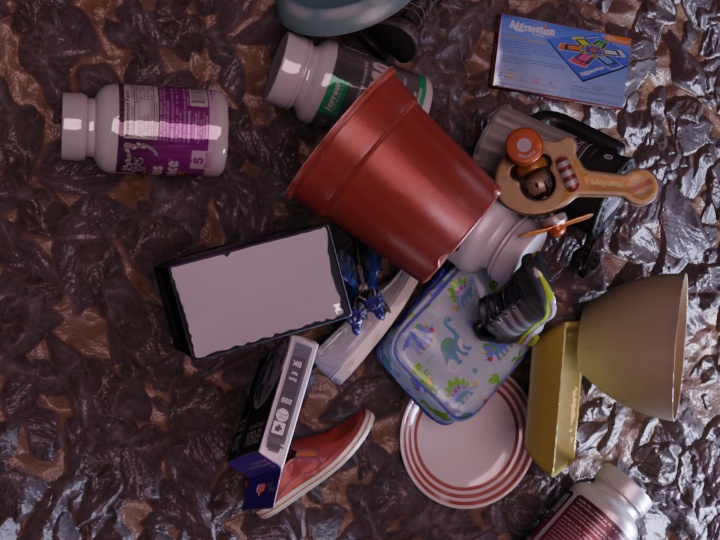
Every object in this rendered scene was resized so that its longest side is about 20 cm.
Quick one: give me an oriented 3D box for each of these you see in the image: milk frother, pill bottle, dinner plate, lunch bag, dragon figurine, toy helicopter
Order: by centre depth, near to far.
[{"bbox_3d":[0.265,-0.099,1.464,0.200,0.079,0.132,5,82,8],"label":"toy helicopter"},{"bbox_3d":[-0.269,-0.174,1.475,0.200,0.112,0.112,1,90,-14],"label":"pill bottle"},{"bbox_3d":[0.000,0.000,1.516,0.059,0.099,0.200,-10,61,2],"label":"dragon figurine"},{"bbox_3d":[0.135,-0.068,1.540,0.200,0.120,0.120,35,81,17],"label":"pill bottle"},{"bbox_3d":[-0.017,-0.230,1.541,0.200,0.113,0.113,18,86,-14],"label":"pill bottle"},{"bbox_3d":[0.131,0.091,1.583,0.161,0.082,0.200,45,69,-5],"label":"lunch bag"},{"bbox_3d":[0.256,-0.103,1.612,0.188,0.180,0.200,28,116,20],"label":"milk frother"},{"bbox_3d":[0.305,0.368,1.634,0.200,0.113,0.113,-46,101,-9],"label":"pill bottle"},{"bbox_3d":[0.147,0.227,1.637,0.200,0.024,0.200,0,92,-14],"label":"dinner plate"}]

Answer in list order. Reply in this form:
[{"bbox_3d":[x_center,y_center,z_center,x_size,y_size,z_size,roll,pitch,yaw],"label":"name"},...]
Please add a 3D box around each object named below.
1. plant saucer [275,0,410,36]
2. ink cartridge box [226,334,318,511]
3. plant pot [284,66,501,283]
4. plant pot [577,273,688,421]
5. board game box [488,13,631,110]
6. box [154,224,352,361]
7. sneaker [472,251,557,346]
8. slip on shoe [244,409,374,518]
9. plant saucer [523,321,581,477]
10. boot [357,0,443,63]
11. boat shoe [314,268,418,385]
[{"bbox_3d":[-0.017,-0.370,1.506,0.200,0.200,0.027,-34,135,-12],"label":"plant saucer"},{"bbox_3d":[-0.116,0.192,1.454,0.043,0.198,0.200,18,73,-12],"label":"ink cartridge box"},{"bbox_3d":[0.047,-0.101,1.405,0.195,0.201,0.201,41,81,0],"label":"plant pot"},{"bbox_3d":[0.370,0.098,1.625,0.134,0.200,0.201,5,89,18],"label":"plant pot"},{"bbox_3d":[0.281,-0.292,1.667,0.200,0.019,0.103,8,90,-15],"label":"board game box"},{"bbox_3d":[-0.137,0.023,1.469,0.200,0.198,0.123,-16,95,-15],"label":"box"},{"bbox_3d":[0.190,0.044,1.471,0.081,0.200,0.074,-8,60,-9],"label":"sneaker"},{"bbox_3d":[-0.066,0.243,1.559,0.200,0.074,0.061,-36,96,-7],"label":"slip on shoe"},{"bbox_3d":[0.260,0.166,1.601,0.048,0.200,0.200,5,89,19],"label":"plant saucer"},{"bbox_3d":[0.080,-0.352,1.527,0.069,0.200,0.174,43,88,-16],"label":"boot"},{"bbox_3d":[0.007,0.055,1.572,0.071,0.070,0.201,38,75,-1],"label":"boat shoe"}]
